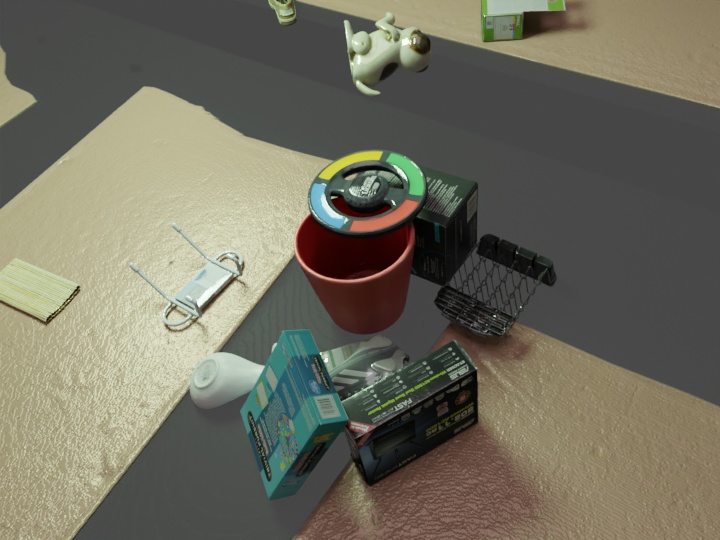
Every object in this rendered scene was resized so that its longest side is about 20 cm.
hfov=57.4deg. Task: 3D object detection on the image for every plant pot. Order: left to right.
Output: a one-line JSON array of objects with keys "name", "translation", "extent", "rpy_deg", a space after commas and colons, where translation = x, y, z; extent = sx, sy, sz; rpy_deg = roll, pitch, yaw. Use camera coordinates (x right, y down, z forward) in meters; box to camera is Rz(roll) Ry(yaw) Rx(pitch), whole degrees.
[{"name": "plant pot", "translation": [0.000, 0.000, 1.111], "extent": [0.198, 0.178, 0.202], "rpy_deg": [-5, 50, 6]}]

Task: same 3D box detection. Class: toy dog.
[{"name": "toy dog", "translation": [0.071, -0.521, 1.570], "extent": [0.198, 0.140, 0.195], "rpy_deg": [-11, 62, 1]}]

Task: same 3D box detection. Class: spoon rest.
[{"name": "spoon rest", "translation": [-0.199, 0.170, 1.071], "extent": [0.199, 0.061, 0.100], "rpy_deg": [-17, 51, 28]}]

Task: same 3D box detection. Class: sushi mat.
[{"name": "sushi mat", "translation": [-0.658, 0.036, 1.312], "extent": [0.199, 0.012, 0.096], "rpy_deg": [18, 55, 24]}]

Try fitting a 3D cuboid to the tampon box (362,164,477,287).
[{"name": "tampon box", "translation": [0.095, -0.093, 1.186], "extent": [0.199, 0.151, 0.126], "rpy_deg": [22, 53, 26]}]

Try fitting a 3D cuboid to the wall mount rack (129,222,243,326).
[{"name": "wall mount rack", "translation": [-0.324, 0.001, 1.238], "extent": [0.173, 0.075, 0.200], "rpy_deg": [24, 57, 27]}]

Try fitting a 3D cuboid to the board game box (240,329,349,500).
[{"name": "board game box", "translation": [-0.101, 0.206, 0.937], "extent": [0.047, 0.201, 0.152], "rpy_deg": [0, 47, -34]}]

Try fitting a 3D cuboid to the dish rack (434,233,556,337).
[{"name": "dish rack", "translation": [0.228, 0.030, 1.127], "extent": [0.153, 0.055, 0.200], "rpy_deg": [26, 61, 30]}]

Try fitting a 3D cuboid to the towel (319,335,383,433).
[{"name": "towel", "translation": [-0.036, 0.194, 1.058], "extent": [0.198, 0.031, 0.150], "rpy_deg": [-15, 51, -5]}]

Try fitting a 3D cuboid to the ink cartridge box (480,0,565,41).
[{"name": "ink cartridge box", "translation": [0.406, -0.655, 1.659], "extent": [0.198, 0.076, 0.149], "rpy_deg": [0, 50, 9]}]

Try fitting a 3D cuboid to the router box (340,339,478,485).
[{"name": "router box", "translation": [0.072, 0.206, 0.940], "extent": [0.199, 0.151, 0.062], "rpy_deg": [-27, 50, -12]}]

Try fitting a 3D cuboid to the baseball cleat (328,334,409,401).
[{"name": "baseball cleat", "translation": [-0.005, 0.180, 1.001], "extent": [0.106, 0.070, 0.200], "rpy_deg": [33, 62, 29]}]

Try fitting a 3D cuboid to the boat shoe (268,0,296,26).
[{"name": "boat shoe", "translation": [-0.224, -0.781, 1.881], "extent": [0.071, 0.076, 0.201], "rpy_deg": [-20, 49, -7]}]

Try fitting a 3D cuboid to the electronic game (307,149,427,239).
[{"name": "electronic game", "translation": [0.011, -0.128, 1.073], "extent": [0.198, 0.042, 0.201], "rpy_deg": [-5, 49, 6]}]
